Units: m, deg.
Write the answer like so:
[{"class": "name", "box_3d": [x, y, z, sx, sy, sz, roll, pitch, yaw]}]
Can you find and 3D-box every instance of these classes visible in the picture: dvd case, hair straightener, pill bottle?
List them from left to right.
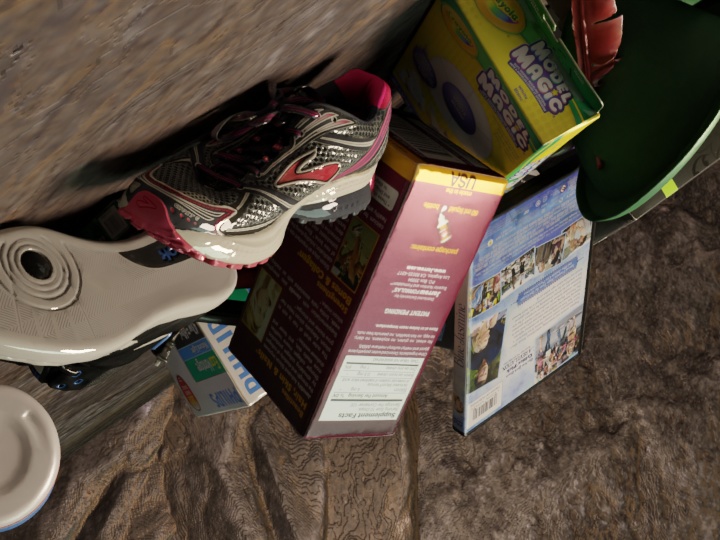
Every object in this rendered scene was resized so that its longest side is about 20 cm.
[{"class": "pill bottle", "box_3d": [-0.306, 0.160, 0.980, 0.112, 0.112, 0.200, -34, 177, -20]}, {"class": "hair straightener", "box_3d": [-0.134, 0.035, 0.816, 0.199, 0.041, 0.077, -3, 115, -42]}, {"class": "dvd case", "box_3d": [0.125, 0.019, 0.900, 0.142, 0.018, 0.201, -30, 135, -31]}]

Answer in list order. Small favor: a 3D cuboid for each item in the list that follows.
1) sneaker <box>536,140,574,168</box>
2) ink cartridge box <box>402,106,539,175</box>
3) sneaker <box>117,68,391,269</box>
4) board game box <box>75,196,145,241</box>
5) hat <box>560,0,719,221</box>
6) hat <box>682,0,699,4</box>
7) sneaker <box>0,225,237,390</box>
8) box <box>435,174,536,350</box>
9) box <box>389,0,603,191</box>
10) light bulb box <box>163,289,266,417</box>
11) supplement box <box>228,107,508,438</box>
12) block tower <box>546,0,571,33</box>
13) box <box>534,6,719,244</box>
[{"class": "sneaker", "box_3d": [0.086, -0.083, 0.916, 0.199, 0.081, 0.083, -15, 170, 23]}, {"class": "ink cartridge box", "box_3d": [0.064, -0.070, 1.133, 0.084, 0.146, 0.200, -35, 179, -37]}, {"class": "sneaker", "box_3d": [-0.054, -0.062, 0.645, 0.200, 0.080, 0.075, -32, 148, -53]}, {"class": "board game box", "box_3d": [-0.120, -0.034, 0.760, 0.105, 0.024, 0.200, -34, 179, 31]}, {"class": "hat", "box_3d": [0.134, -0.153, 0.758, 0.200, 0.176, 0.166, -51, -162, 36]}, {"class": "hat", "box_3d": [0.314, -0.307, 1.274, 0.166, 0.176, 0.200, -50, -150, 16]}, {"class": "sneaker", "box_3d": [-0.161, 0.032, 0.624, 0.112, 0.073, 0.200, -37, 165, 31]}, {"class": "box", "box_3d": [0.071, -0.017, 1.008, 0.049, 0.199, 0.162, 9, 97, -89]}, {"class": "box", "box_3d": [0.083, -0.118, 0.763, 0.048, 0.118, 0.200, -29, 176, -15]}, {"class": "light bulb box", "box_3d": [-0.084, 0.029, 1.118, 0.200, 0.125, 0.198, -33, -177, -23]}, {"class": "supplement box", "box_3d": [0.000, 0.000, 0.797, 0.085, 0.110, 0.201, 5, 116, -40]}, {"class": "block tower", "box_3d": [0.204, -0.233, 0.937, 0.054, 0.058, 0.200, -36, 179, 36]}, {"class": "box", "box_3d": [0.215, -0.143, 1.102, 0.148, 0.200, 0.124, -34, 178, -25]}]
